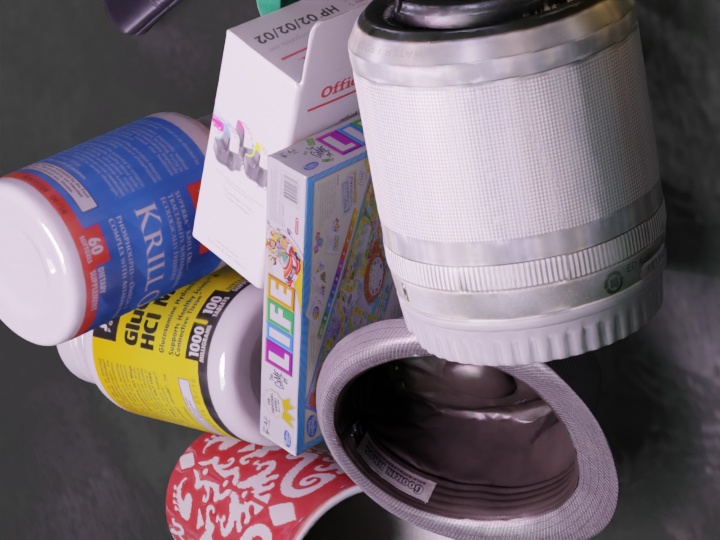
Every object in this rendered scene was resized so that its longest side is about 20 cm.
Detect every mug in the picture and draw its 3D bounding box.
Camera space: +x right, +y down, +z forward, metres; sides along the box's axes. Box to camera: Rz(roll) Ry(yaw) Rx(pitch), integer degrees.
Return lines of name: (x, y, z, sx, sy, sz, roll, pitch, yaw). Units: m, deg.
mug: (-0.032, 0.193, 1.891, 0.200, 0.133, 0.178, 24, 143, 58)

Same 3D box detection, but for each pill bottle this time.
pill bottle: (-0.143, -0.037, 1.845, 0.112, 0.200, 0.113, 28, 131, 38)
pill bottle: (-0.113, 0.048, 1.930, 0.200, 0.112, 0.113, 10, 118, 46)

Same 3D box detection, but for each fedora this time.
fedora: (0.075, 0.078, 1.726, 0.199, 0.090, 0.177, -6, 125, 33)

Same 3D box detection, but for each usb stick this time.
usb stick: (-0.111, -0.210, 1.846, 0.200, 0.033, 0.056, -32, 78, 53)

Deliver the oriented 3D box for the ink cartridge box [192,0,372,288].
ink cartridge box: (-0.027, -0.100, 1.742, 0.068, 0.115, 0.200, 39, 135, 28)

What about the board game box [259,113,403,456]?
board game box: (0.000, 0.000, 1.753, 0.034, 0.134, 0.201, 30, 131, 36)

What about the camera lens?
camera lens: (0.084, -0.067, 1.594, 0.160, 0.160, 0.201, 11, 119, 46)

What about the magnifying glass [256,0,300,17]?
magnifying glass: (-0.045, -0.154, 1.777, 0.022, 0.080, 0.200, 16, 138, 13)
